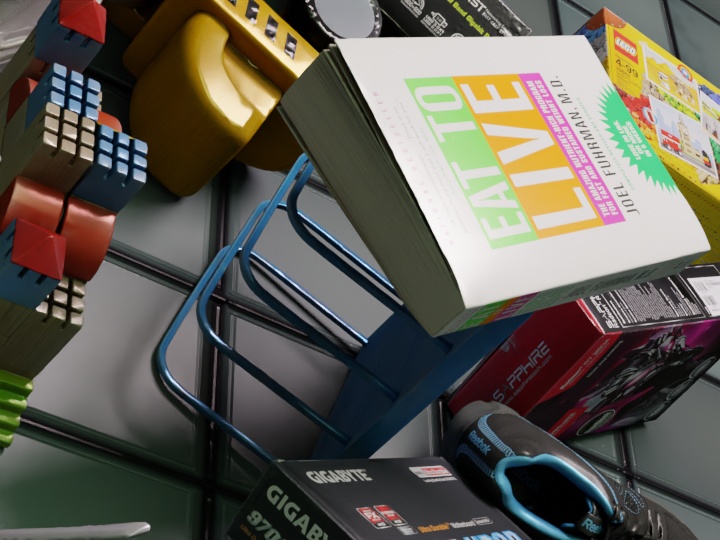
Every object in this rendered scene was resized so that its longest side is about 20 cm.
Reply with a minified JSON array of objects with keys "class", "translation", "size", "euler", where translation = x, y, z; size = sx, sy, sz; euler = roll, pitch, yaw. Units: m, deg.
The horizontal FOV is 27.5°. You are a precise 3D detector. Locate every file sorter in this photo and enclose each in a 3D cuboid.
[{"class":"file sorter","translation":[0.000,0.000,0.783],"size":[0.122,0.200,0.139],"euler":[37,39,-8]}]

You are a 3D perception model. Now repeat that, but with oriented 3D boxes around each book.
[{"class":"book","translation":[0.072,-0.045,0.698],"size":[0.199,0.048,0.134],"euler":[-12,67,-47]}]

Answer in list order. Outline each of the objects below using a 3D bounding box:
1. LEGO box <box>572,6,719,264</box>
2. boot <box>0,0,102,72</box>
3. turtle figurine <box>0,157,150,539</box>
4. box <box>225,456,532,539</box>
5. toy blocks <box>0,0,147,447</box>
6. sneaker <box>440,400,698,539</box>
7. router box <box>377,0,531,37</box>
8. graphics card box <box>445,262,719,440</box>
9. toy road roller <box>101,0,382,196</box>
[{"class":"LEGO box","translation":[0.250,-0.096,1.204],"size":[0.199,0.077,0.150],"euler":[29,42,-24]},{"class":"boot","translation":[-0.208,-0.148,0.778],"size":[0.074,0.096,0.200],"euler":[48,36,8]},{"class":"turtle figurine","translation":[-0.216,0.043,0.553],"size":[0.193,0.199,0.145],"euler":[-22,114,-30]},{"class":"box","translation":[0.045,0.159,0.722],"size":[0.159,0.046,0.200],"euler":[41,12,25]},{"class":"toy blocks","translation":[-0.154,-0.038,0.709],"size":[0.099,0.137,0.201],"euler":[22,45,-30]},{"class":"sneaker","translation":[0.134,0.154,0.863],"size":[0.199,0.074,0.082],"euler":[33,1,-16]},{"class":"router box","translation":[0.038,-0.201,1.027],"size":[0.150,0.062,0.200],"euler":[44,9,-8]},{"class":"graphics card box","translation":[0.163,0.054,0.952],"size":[0.199,0.126,0.051],"euler":[-4,52,-47]},{"class":"toy road roller","translation":[-0.097,-0.140,0.869],"size":[0.200,0.123,0.146],"euler":[41,50,-11]}]
